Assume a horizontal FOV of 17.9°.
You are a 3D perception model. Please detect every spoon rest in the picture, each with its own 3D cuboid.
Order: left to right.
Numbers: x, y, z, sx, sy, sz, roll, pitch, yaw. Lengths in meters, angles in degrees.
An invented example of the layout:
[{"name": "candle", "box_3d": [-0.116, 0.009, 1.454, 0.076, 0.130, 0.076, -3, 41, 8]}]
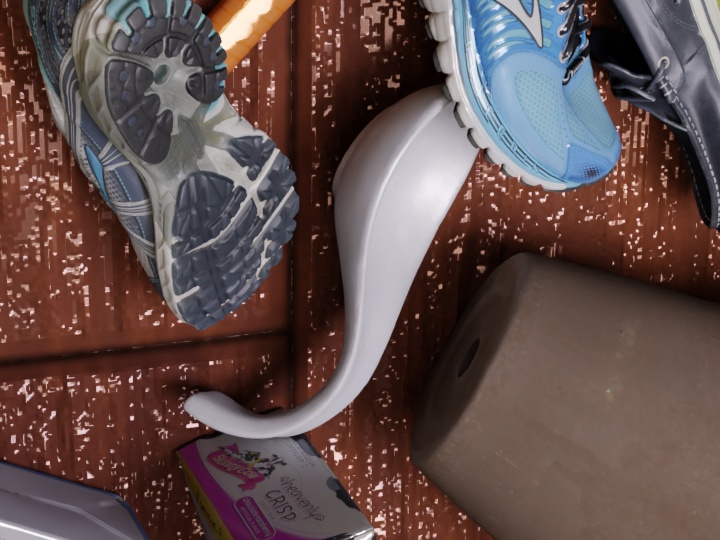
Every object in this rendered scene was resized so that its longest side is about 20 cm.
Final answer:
[{"name": "spoon rest", "box_3d": [0.000, 0.000, 1.044, 0.061, 0.099, 0.200, 38, 102, 17]}]

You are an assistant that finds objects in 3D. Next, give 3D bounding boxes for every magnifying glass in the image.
[{"name": "magnifying glass", "box_3d": [-0.011, -0.157, 1.010, 0.200, 0.022, 0.080, -47, 118, 3]}]

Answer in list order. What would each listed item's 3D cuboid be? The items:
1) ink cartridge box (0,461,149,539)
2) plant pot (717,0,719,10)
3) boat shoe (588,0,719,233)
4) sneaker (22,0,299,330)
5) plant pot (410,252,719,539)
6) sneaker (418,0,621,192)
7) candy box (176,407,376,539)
[{"name": "ink cartridge box", "box_3d": [-0.197, 0.188, 1.048, 0.136, 0.076, 0.200, 20, 101, -24]}, {"name": "plant pot", "box_3d": [0.287, -0.127, 1.047, 0.184, 0.200, 0.201, -31, 118, -19]}, {"name": "boat shoe", "box_3d": [0.138, -0.101, 1.057, 0.062, 0.075, 0.200, -22, 113, 0]}, {"name": "sneaker", "box_3d": [-0.089, -0.059, 0.997, 0.078, 0.086, 0.200, -41, 141, -22]}, {"name": "plant pot", "box_3d": [0.123, 0.081, 1.069, 0.174, 0.200, 0.201, 28, 100, -9]}, {"name": "sneaker", "box_3d": [0.075, -0.120, 0.984, 0.090, 0.078, 0.200, -13, 123, 24]}, {"name": "candy box", "box_3d": [-0.017, 0.184, 1.076, 0.061, 0.136, 0.200, -21, 115, -12]}]
